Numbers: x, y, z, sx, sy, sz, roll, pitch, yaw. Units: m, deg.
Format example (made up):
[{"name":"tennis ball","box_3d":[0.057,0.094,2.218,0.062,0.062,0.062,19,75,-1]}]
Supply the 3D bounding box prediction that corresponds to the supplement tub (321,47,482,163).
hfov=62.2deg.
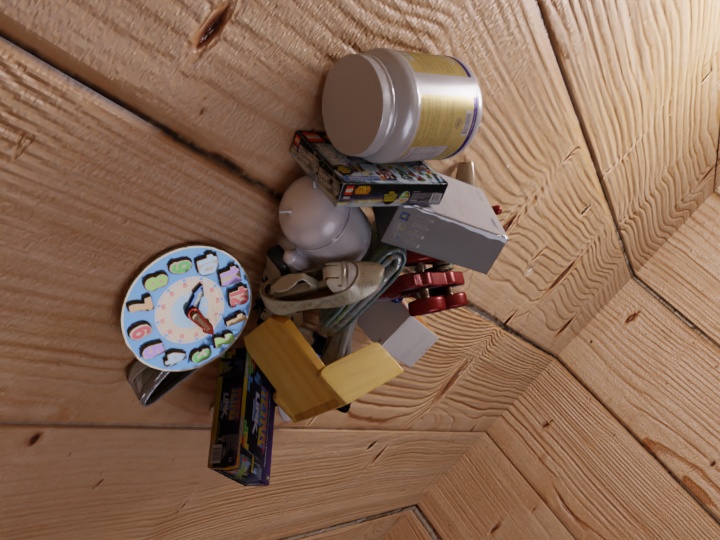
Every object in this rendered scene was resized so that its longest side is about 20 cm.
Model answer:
[{"name":"supplement tub","box_3d":[0.059,-0.224,0.822,0.197,0.146,0.148,-11,138,-41]}]

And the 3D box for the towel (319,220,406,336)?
[{"name":"towel","box_3d":[0.000,0.000,1.015,0.048,0.172,0.200,37,111,-21]}]

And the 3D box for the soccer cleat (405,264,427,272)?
[{"name":"soccer cleat","box_3d":[0.097,-0.055,1.145,0.069,0.078,0.201,-38,149,-7]}]

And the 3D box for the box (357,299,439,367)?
[{"name":"box","box_3d":[0.072,0.113,1.278,0.097,0.125,0.200,-44,150,4]}]

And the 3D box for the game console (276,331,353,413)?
[{"name":"game console","box_3d":[-0.106,0.238,1.236,0.119,0.168,0.203,-52,162,-41]}]

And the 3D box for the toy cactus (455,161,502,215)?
[{"name":"toy cactus","box_3d":[0.202,-0.121,1.138,0.195,0.102,0.170,-5,101,-30]}]

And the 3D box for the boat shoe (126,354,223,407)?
[{"name":"boat shoe","box_3d":[-0.272,0.140,0.960,0.199,0.065,0.075,-30,148,-24]}]

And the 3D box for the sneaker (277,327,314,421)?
[{"name":"sneaker","box_3d":[-0.123,0.200,1.135,0.078,0.071,0.206,-1,114,-10]}]

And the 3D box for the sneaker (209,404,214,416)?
[{"name":"sneaker","box_3d":[-0.237,0.327,1.210,0.078,0.090,0.201,-36,149,-7]}]

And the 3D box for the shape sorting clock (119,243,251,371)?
[{"name":"shape sorting clock","box_3d":[-0.248,0.059,0.872,0.197,0.039,0.205,-21,124,-33]}]

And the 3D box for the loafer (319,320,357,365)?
[{"name":"loafer","box_3d":[-0.044,0.103,1.137,0.068,0.070,0.206,8,92,-7]}]

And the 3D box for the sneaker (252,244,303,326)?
[{"name":"sneaker","box_3d":[-0.140,0.043,0.991,0.079,0.074,0.203,-25,144,-22]}]

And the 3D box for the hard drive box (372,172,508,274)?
[{"name":"hard drive box","box_3d":[0.122,-0.094,0.972,0.195,0.158,0.078,16,123,-19]}]

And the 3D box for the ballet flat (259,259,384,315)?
[{"name":"ballet flat","box_3d":[-0.060,0.023,0.891,0.195,0.069,0.063,-17,147,11]}]

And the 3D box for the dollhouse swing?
[{"name":"dollhouse swing","box_3d":[-0.070,0.144,1.018,0.179,0.179,0.199,-21,171,-36]}]

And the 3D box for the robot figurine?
[{"name":"robot figurine","box_3d":[-0.052,-0.072,0.911,0.172,0.112,0.200,-56,150,-4]}]

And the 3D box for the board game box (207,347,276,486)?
[{"name":"board game box","box_3d":[-0.205,0.265,1.069,0.055,0.205,0.166,-6,151,11]}]

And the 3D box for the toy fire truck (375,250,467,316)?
[{"name":"toy fire truck","box_3d":[0.095,0.027,1.094,0.165,0.116,0.198,-15,173,38]}]

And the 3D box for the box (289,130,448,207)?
[{"name":"box","box_3d":[0.014,-0.146,0.858,0.196,0.137,0.041,-7,132,-39]}]
